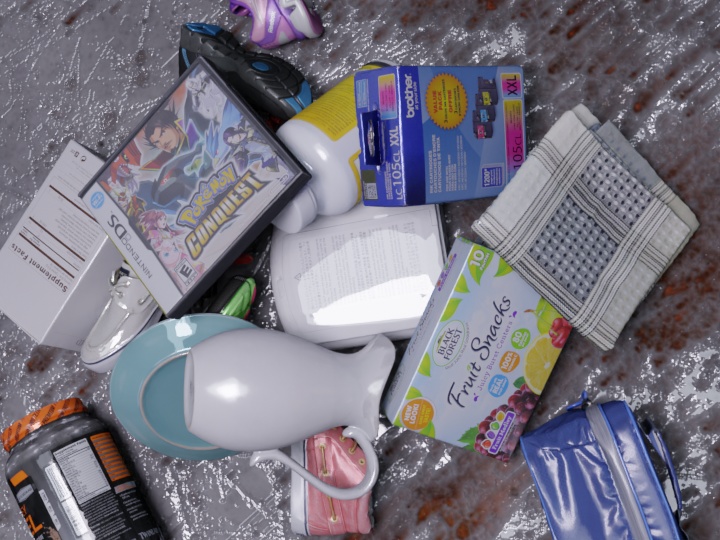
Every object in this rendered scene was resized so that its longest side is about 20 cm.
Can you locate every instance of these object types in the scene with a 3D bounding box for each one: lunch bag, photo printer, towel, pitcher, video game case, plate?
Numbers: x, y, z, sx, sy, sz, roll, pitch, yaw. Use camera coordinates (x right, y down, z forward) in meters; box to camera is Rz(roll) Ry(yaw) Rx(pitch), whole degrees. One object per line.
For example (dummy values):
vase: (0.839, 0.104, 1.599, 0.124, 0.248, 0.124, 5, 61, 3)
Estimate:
lunch bag: (0.246, 0.218, 0.942, 0.132, 0.136, 0.200, -20, 80, 9)
photo printer: (0.000, 0.000, 1.047, 0.200, 0.069, 0.167, -11, 82, 11)
towel: (0.235, -0.049, 0.958, 0.193, 0.035, 0.200, 43, 68, -6)
pitcher: (-0.073, 0.144, 0.952, 0.200, 0.121, 0.172, 3, 84, -18)
video game case: (-0.171, -0.084, 0.949, 0.200, 0.025, 0.181, -46, 67, 12)
plate: (-0.169, 0.135, 1.028, 0.200, 0.026, 0.200, -4, 120, -7)

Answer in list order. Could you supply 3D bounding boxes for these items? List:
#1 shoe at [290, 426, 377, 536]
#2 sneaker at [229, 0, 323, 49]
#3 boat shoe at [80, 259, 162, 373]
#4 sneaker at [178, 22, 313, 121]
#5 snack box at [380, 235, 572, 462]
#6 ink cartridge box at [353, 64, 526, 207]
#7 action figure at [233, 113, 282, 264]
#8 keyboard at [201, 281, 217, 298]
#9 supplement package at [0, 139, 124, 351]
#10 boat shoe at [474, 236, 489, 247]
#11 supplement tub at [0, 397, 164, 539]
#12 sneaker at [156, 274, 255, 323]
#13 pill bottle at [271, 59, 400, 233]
shoe: (-0.027, 0.189, 1.038, 0.091, 0.071, 0.200, -1, 87, 7)
sneaker: (-0.123, -0.343, 1.105, 0.088, 0.080, 0.200, -27, 81, 16)
boat shoe: (-0.241, 0.017, 1.029, 0.071, 0.070, 0.200, 31, 76, 42)
sneaker: (-0.133, -0.210, 1.084, 0.200, 0.073, 0.082, 36, 123, 30)
snack box: (0.126, 0.082, 0.980, 0.142, 0.053, 0.200, 21, 97, -17)
ink cartridge box: (0.071, -0.135, 0.956, 0.076, 0.200, 0.137, 6, 102, 55)
action figure: (-0.098, -0.109, 1.049, 0.099, 0.065, 0.200, -11, 53, 36)
keyboard: (-0.174, -0.054, 1.114, 0.104, 0.040, 0.200, 1, 86, 35)
supplement package: (-0.307, -0.021, 1.077, 0.120, 0.121, 0.200, 34, 92, 24)
boat shoe: (0.183, -0.049, 1.025, 0.067, 0.074, 0.200, 40, 93, -15)
supplement tub: (-0.313, 0.251, 1.060, 0.122, 0.123, 0.200, -32, 79, 7)
sneaker: (-0.200, 0.062, 1.058, 0.200, 0.077, 0.084, -36, 90, 20)
pill bottle: (-0.021, -0.128, 1.003, 0.112, 0.112, 0.200, 43, 63, 12)
